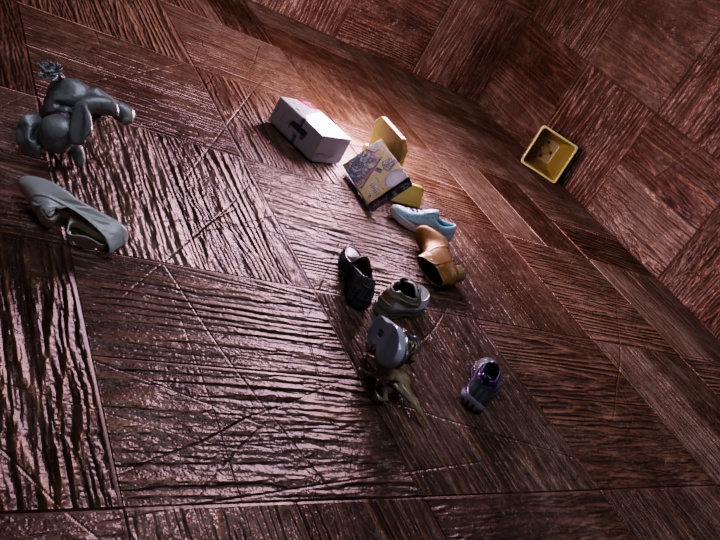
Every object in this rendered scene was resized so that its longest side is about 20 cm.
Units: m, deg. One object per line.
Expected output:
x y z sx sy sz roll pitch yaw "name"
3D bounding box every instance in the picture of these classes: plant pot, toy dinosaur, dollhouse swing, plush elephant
0.878 -0.558 3.494 0.194 0.196 0.200 32 18 -1 "plant pot"
0.060 0.201 1.341 0.100 0.059 0.200 2 40 -50 "toy dinosaur"
0.116 -0.329 2.201 0.180 0.177 0.201 9 33 -40 "dollhouse swing"
-0.540 -0.270 1.380 0.161 0.158 0.200 -1 -22 17 "plush elephant"

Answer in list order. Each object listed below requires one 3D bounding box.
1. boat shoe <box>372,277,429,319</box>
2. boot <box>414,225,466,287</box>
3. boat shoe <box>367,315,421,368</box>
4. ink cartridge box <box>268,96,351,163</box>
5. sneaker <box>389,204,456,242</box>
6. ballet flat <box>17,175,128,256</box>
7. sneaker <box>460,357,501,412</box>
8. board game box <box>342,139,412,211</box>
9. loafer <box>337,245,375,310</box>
0.105 0.057 1.632 0.075 0.069 0.199 42 26 18 "boat shoe"
0.177 -0.041 1.884 0.202 0.071 0.143 51 27 23 "boot"
0.076 0.140 1.359 0.090 0.072 0.200 29 7 -13 "boat shoe"
-0.144 -0.402 2.131 0.200 0.084 0.143 46 27 24 "ink cartridge box"
0.177 -0.146 2.059 0.197 0.083 0.074 26 25 -15 "sneaker"
-0.480 -0.087 1.219 0.198 0.070 0.070 30 25 -10 "ballet flat"
0.269 0.214 1.525 0.074 0.088 0.200 35 26 6 "sneaker"
0.044 -0.265 2.058 0.035 0.134 0.201 55 4 -46 "board game box"
0.000 0.000 1.605 0.072 0.073 0.201 18 28 -25 "loafer"
